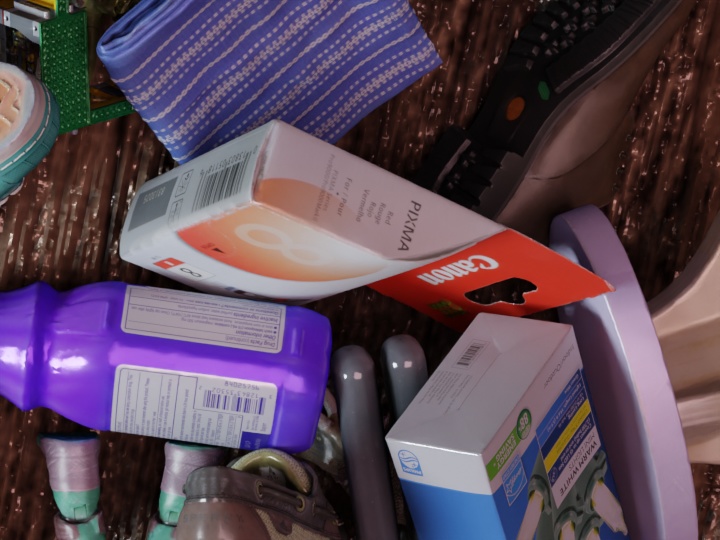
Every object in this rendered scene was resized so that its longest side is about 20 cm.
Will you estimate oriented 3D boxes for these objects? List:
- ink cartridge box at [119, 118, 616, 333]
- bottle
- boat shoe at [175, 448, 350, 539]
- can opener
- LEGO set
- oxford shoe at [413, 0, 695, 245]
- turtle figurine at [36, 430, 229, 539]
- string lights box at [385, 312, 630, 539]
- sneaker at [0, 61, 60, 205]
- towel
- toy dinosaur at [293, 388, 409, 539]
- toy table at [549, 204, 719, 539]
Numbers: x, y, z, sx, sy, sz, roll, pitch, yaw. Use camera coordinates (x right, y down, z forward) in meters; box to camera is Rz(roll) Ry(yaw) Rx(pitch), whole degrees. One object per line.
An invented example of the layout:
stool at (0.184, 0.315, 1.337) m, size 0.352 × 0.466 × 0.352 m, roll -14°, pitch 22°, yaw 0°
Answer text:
ink cartridge box at (0.000, 0.000, 1.350) m, size 0.199 × 0.162 × 0.050 m, roll 27°, pitch 69°, yaw -21°
bottle at (-0.116, 0.045, 1.382) m, size 0.198 × 0.084 × 0.066 m, roll 8°, pitch 58°, yaw -3°
boat shoe at (-0.044, 0.123, 1.374) m, size 0.071 × 0.201 × 0.067 m, roll 4°, pitch 89°, yaw 15°
can opener at (0.025, 0.136, 1.388) m, size 0.053 × 0.067 × 0.201 m, roll -11°, pitch 110°, yaw -7°
LEGO set at (-0.147, -0.159, 1.331) m, size 0.153 × 0.115 × 0.201 m, roll -30°, pitch 127°, yaw -37°
oxford shoe at (0.112, -0.081, 1.434) m, size 0.200 × 0.073 × 0.084 m, roll -50°, pitch 126°, yaw 4°
turtle figurine at (-0.123, 0.186, 1.414) m, size 0.149 × 0.101 × 0.202 m, roll 4°, pitch 93°, yaw -27°
string lights box at (0.083, 0.133, 1.391) m, size 0.103 × 0.059 × 0.201 m, roll -51°, pitch 135°, yaw -39°
sneaker at (-0.202, -0.038, 1.310) m, size 0.080 × 0.199 × 0.072 m, roll 27°, pitch 52°, yaw -40°
towel at (-0.039, -0.105, 1.337) m, size 0.145 × 0.024 × 0.200 m, roll -40°, pitch 151°, yaw -3°
toy dinosaur at (0.058, 0.107, 1.454) m, size 0.198 × 0.077 × 0.103 m, roll -5°, pitch 118°, yaw -10°
toy table at (0.179, 0.049, 1.414) m, size 0.116 × 0.184 × 0.201 m, roll -18°, pitch 123°, yaw -9°
